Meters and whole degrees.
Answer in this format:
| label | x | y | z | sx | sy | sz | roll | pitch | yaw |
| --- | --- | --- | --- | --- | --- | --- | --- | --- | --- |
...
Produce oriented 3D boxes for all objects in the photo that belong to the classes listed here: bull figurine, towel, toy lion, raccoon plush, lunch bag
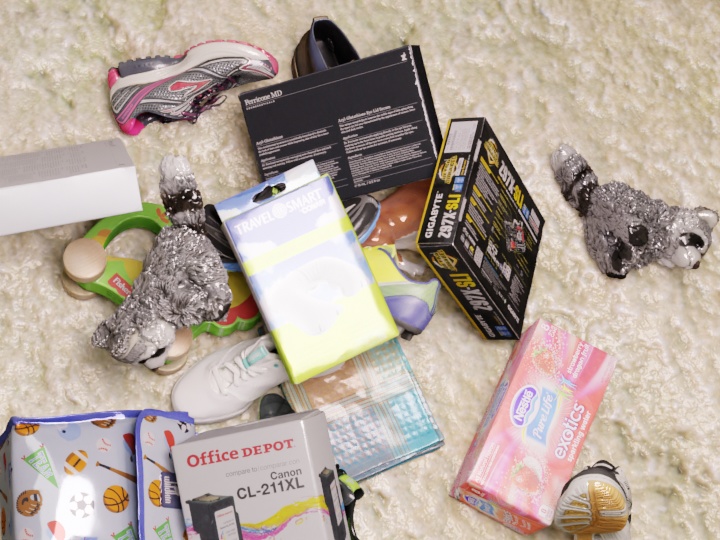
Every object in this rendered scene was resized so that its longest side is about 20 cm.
| label | x | y | z | sx | sy | sz | roll | pitch | yaw |
| --- | --- | --- | --- | --- | --- | --- | --- | --- | --- |
| bull figurine | 0.069 | -0.058 | 1.376 | 0.199 | 0.065 | 0.122 | -35 | 72 | -13 |
| towel | -0.011 | 0.127 | 1.328 | 0.145 | 0.022 | 0.202 | -21 | 76 | -16 |
| toy lion | -0.196 | 0.000 | 1.323 | 0.199 | 0.069 | 0.192 | 40 | 63 | 5 |
| raccoon plush | 0.328 | -0.082 | 1.415 | 0.132 | 0.097 | 0.202 | -16 | 73 | -23 |
| raccoon plush | -0.217 | -0.002 | 1.213 | 0.133 | 0.097 | 0.203 | -18 | 89 | -28 |
| lunch bag | -0.250 | 0.229 | 1.205 | 0.197 | 0.124 | 0.172 | 2 | 70 | -26 |

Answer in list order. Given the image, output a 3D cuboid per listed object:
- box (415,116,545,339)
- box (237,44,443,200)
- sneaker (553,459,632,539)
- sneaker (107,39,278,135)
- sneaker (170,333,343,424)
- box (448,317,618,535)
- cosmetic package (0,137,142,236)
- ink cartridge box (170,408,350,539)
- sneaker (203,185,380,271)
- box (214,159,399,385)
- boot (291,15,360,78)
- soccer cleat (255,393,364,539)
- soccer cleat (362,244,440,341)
| label | x | y | z | sx | sy | sz | roll | pitch | yaw |
| --- | --- | --- | --- | --- | --- | --- | --- | --- | --- |
| box | 0.135 | -0.041 | 1.315 | 0.049 | 0.200 | 0.161 | -3 | 58 | 30 |
| box | -0.016 | -0.152 | 1.328 | 0.197 | 0.079 | 0.143 | -13 | 100 | 13 |
| sneaker | 0.242 | 0.231 | 1.254 | 0.075 | 0.201 | 0.089 | 1 | 61 | 14 |
| sneaker | -0.185 | -0.206 | 1.372 | 0.197 | 0.081 | 0.076 | -12 | 78 | 11 |
| sneaker | -0.111 | 0.098 | 1.274 | 0.198 | 0.089 | 0.076 | -23 | 76 | -2 |
| box | 0.185 | 0.168 | 1.308 | 0.102 | 0.095 | 0.202 | 28 | 69 | 1 |
| cosmetic package | -0.311 | -0.090 | 1.260 | 0.149 | 0.200 | 0.052 | -13 | 107 | -12 |
| ink cartridge box | -0.092 | 0.251 | 1.193 | 0.144 | 0.083 | 0.203 | -13 | 87 | 13 |
| sneaker | -0.076 | -0.051 | 1.278 | 0.197 | 0.084 | 0.071 | -8 | 32 | 3 |
| box | -0.055 | -0.001 | 1.224 | 0.121 | 0.048 | 0.202 | -24 | 88 | -10 |
| boot | -0.028 | -0.191 | 1.390 | 0.074 | 0.097 | 0.202 | -19 | 76 | -16 |
| soccer cleat | -0.044 | 0.215 | 1.255 | 0.080 | 0.067 | 0.202 | -26 | 83 | 24 |
| soccer cleat | 0.001 | 0.000 | 1.314 | 0.199 | 0.065 | 0.084 | 30 | 89 | 27 |
